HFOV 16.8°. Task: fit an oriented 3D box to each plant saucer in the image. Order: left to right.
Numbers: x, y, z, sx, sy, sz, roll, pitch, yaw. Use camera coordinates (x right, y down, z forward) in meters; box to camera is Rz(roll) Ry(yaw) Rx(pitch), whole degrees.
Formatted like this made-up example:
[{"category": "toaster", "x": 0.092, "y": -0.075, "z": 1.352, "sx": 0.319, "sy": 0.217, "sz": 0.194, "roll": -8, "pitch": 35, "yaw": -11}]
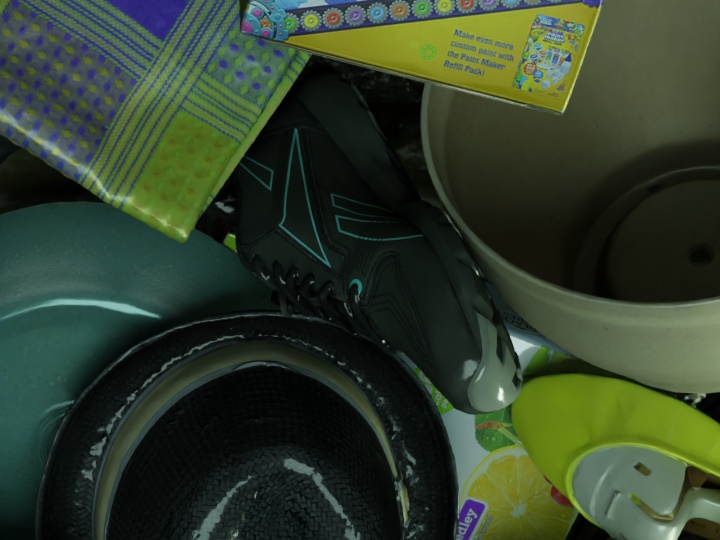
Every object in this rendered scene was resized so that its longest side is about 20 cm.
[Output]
[{"category": "plant saucer", "x": -0.117, "y": 0.069, "z": 1.043, "sx": 0.199, "sy": 0.036, "sz": 0.201, "roll": 0, "pitch": 115, "yaw": 0}]

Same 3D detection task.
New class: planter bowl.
[{"category": "planter bowl", "x": 0.134, "y": -0.034, "z": 0.991, "sx": 0.200, "sy": 0.201, "sz": 0.135, "roll": -15, "pitch": 144, "yaw": 3}]

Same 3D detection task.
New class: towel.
[{"category": "towel", "x": -0.115, "y": -0.118, "z": 0.949, "sx": 0.200, "sy": 0.023, "sz": 0.144, "roll": 36, "pitch": 71, "yaw": -9}]

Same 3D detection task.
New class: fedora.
[{"category": "fedora", "x": -0.041, "y": 0.120, "z": 0.992, "sx": 0.200, "sy": 0.092, "sz": 0.201, "roll": -3, "pitch": 111, "yaw": -8}]

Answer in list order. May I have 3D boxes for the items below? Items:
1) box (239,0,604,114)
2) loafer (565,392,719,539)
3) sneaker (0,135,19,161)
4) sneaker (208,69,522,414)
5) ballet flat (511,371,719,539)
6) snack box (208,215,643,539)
[{"category": "box", "x": 0.036, "y": -0.193, "z": 0.882, "sx": 0.122, "sy": 0.200, "sz": 0.193, "roll": 13, "pitch": 114, "yaw": -10}, {"category": "loafer", "x": 0.162, "y": 0.105, "z": 1.118, "sx": 0.072, "sy": 0.063, "sz": 0.200, "roll": 34, "pitch": 109, "yaw": -21}, {"category": "sneaker", "x": -0.177, "y": -0.063, "z": 1.008, "sx": 0.200, "sy": 0.076, "sz": 0.088, "roll": -23, "pitch": 151, "yaw": -6}, {"category": "sneaker", "x": 0.000, "y": 0.000, "z": 0.969, "sx": 0.079, "sy": 0.200, "sz": 0.075, "roll": -30, "pitch": 131, "yaw": -4}, {"category": "ballet flat", "x": 0.149, "y": 0.104, "z": 1.015, "sx": 0.200, "sy": 0.067, "sz": 0.067, "roll": 24, "pitch": 129, "yaw": 8}, {"category": "snack box", "x": 0.007, "y": 0.065, "z": 1.091, "sx": 0.199, "sy": 0.053, "sz": 0.143, "roll": 20, "pitch": 112, "yaw": -12}]
